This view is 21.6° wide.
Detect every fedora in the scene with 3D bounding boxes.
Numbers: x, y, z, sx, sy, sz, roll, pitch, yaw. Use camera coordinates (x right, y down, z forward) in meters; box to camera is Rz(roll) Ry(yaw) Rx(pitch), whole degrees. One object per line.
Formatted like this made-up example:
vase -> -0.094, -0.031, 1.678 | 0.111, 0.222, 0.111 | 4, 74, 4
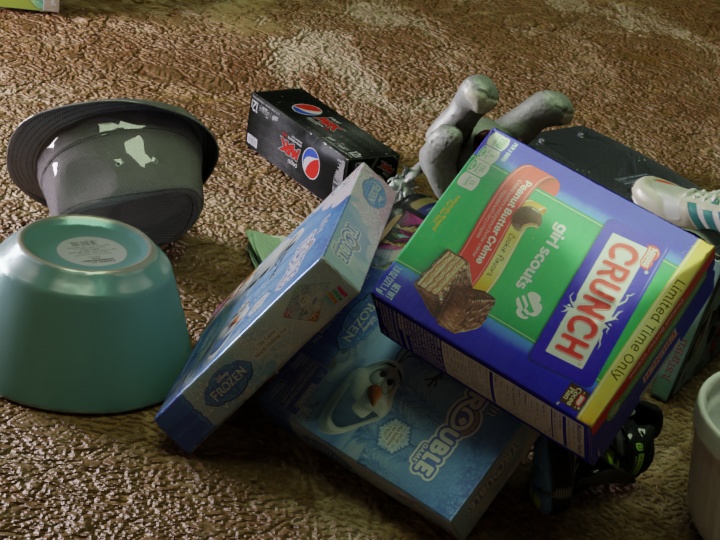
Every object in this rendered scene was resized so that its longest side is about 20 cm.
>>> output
fedora -> -0.225, -0.076, 1.756 | 0.198, 0.177, 0.091 | -1, 55, -21

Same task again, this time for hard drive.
hard drive -> 0.271, -0.102, 2.093 | 0.134, 0.043, 0.199 | -11, 33, -39

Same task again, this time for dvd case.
dvd case -> 0.330, 0.023, 1.716 | 0.022, 0.147, 0.200 | 29, 29, 21

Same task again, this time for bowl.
bowl -> -0.231, 0.024, 1.557 | 0.199, 0.106, 0.201 | 7, 24, -3

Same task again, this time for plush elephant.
plush elephant -> 0.120, -0.067, 1.792 | 0.164, 0.200, 0.156 | 11, 46, -56

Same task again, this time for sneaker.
sneaker -> 0.377, -0.064, 1.947 | 0.199, 0.094, 0.070 | 32, 38, 18
sneaker -> 0.189, 0.137, 1.501 | 0.082, 0.072, 0.199 | 13, 21, 24

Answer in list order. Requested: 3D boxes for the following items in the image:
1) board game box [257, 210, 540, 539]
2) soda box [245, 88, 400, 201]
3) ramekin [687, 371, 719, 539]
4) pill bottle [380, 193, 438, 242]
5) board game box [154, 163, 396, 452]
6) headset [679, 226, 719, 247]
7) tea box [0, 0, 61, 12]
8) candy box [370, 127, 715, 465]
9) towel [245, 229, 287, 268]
board game box -> 0.056, 0.076, 1.465 | 0.198, 0.043, 0.201 | 29, 72, 30
soda box -> -0.043, -0.129, 2.013 | 0.070, 0.064, 0.200 | -7, 30, -34
ramekin -> 0.347, 0.164, 1.460 | 0.198, 0.106, 0.201 | 8, 25, -4
pill bottle -> 0.099, 0.025, 1.576 | 0.199, 0.113, 0.111 | 32, 32, 31
board game box -> -0.064, 0.026, 1.502 | 0.043, 0.199, 0.200 | 43, 23, -10
headset -> 0.261, 0.009, 1.718 | 0.199, 0.124, 0.094 | -5, 44, -49
tea box -> -0.475, -0.430, 2.430 | 0.195, 0.135, 0.200 | 5, 24, -12
candy box -> 0.136, 0.016, 1.400 | 0.199, 0.077, 0.170 | 31, 72, 21
towel -> 0.000, 0.000, 1.794 | 0.198, 0.024, 0.153 | 1, 26, -18
